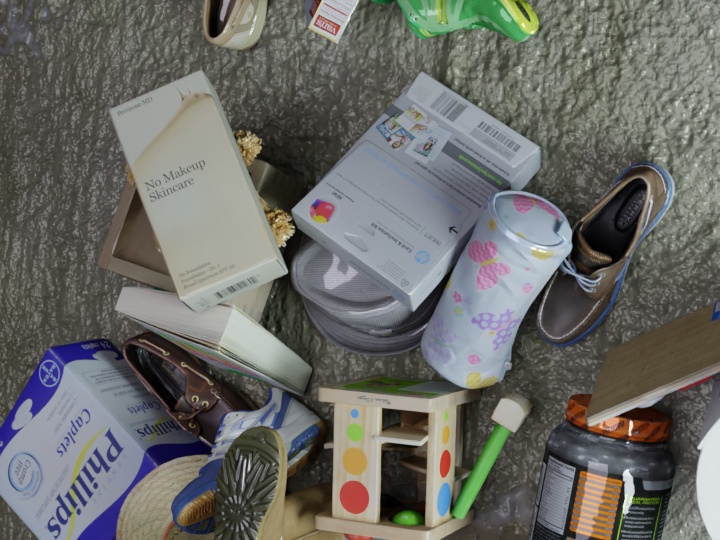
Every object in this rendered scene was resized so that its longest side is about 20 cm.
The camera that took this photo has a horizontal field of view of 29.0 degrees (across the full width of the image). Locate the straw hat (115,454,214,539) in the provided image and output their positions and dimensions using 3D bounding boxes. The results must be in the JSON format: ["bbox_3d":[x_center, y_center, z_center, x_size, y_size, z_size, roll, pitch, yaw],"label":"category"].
[{"bbox_3d":[-0.160,0.301,1.460,0.199,0.085,0.203,-2,107,-6],"label":"straw hat"}]

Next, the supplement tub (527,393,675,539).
[{"bbox_3d":[0.222,0.224,1.292,0.122,0.122,0.202,14,97,26],"label":"supplement tub"}]

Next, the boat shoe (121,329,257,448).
[{"bbox_3d":[-0.185,0.143,1.531,0.200,0.070,0.071,39,107,20],"label":"boat shoe"}]

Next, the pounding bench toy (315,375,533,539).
[{"bbox_3d":[0.070,0.194,1.368,0.198,0.124,0.158,3,93,27],"label":"pounding bench toy"}]

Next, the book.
[{"bbox_3d":[-0.148,0.071,1.438,0.133,0.200,0.048,15,78,27],"label":"book"}]

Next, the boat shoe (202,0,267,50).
[{"bbox_3d":[-0.127,-0.338,1.487,0.071,0.064,0.202,10,96,27],"label":"boat shoe"}]

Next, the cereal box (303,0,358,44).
[{"bbox_3d":[0.005,-0.333,1.380,0.039,0.144,0.201,25,107,-12],"label":"cereal box"}]

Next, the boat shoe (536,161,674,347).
[{"bbox_3d":[0.219,-0.016,1.313,0.072,0.072,0.201,34,106,21],"label":"boat shoe"}]

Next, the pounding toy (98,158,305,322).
[{"bbox_3d":[-0.179,-0.026,1.499,0.183,0.142,0.202,18,86,25],"label":"pounding toy"}]

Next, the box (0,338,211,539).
[{"bbox_3d":[-0.303,0.214,1.575,0.200,0.105,0.185,41,110,20],"label":"box"}]

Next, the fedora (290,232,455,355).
[{"bbox_3d":[0.000,0.000,1.417,0.198,0.090,0.179,6,93,27],"label":"fedora"}]

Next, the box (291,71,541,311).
[{"bbox_3d":[0.056,-0.080,1.355,0.155,0.041,0.200,35,72,24],"label":"box"}]

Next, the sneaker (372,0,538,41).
[{"bbox_3d":[0.092,-0.262,1.375,0.199,0.074,0.084,31,103,33],"label":"sneaker"}]

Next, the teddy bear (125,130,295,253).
[{"bbox_3d":[-0.154,-0.075,1.384,0.144,0.067,0.201,-29,69,12],"label":"teddy bear"}]

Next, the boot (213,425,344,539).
[{"bbox_3d":[-0.073,0.234,1.403,0.066,0.200,0.177,19,97,26],"label":"boot"}]

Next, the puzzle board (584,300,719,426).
[{"bbox_3d":[0.299,0.069,1.236,0.199,0.151,0.017,-27,100,25],"label":"puzzle board"}]

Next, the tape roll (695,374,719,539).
[{"bbox_3d":[0.388,0.156,1.166,0.201,0.139,0.205,6,110,19],"label":"tape roll"}]

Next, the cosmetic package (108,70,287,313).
[{"bbox_3d":[-0.154,-0.074,1.321,0.103,0.073,0.201,-24,77,1],"label":"cosmetic package"}]

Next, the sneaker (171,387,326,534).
[{"bbox_3d":[-0.130,0.196,1.447,0.088,0.199,0.076,40,138,22],"label":"sneaker"}]

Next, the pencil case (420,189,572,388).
[{"bbox_3d":[0.127,0.021,1.322,0.090,0.083,0.201,36,129,19],"label":"pencil case"}]
